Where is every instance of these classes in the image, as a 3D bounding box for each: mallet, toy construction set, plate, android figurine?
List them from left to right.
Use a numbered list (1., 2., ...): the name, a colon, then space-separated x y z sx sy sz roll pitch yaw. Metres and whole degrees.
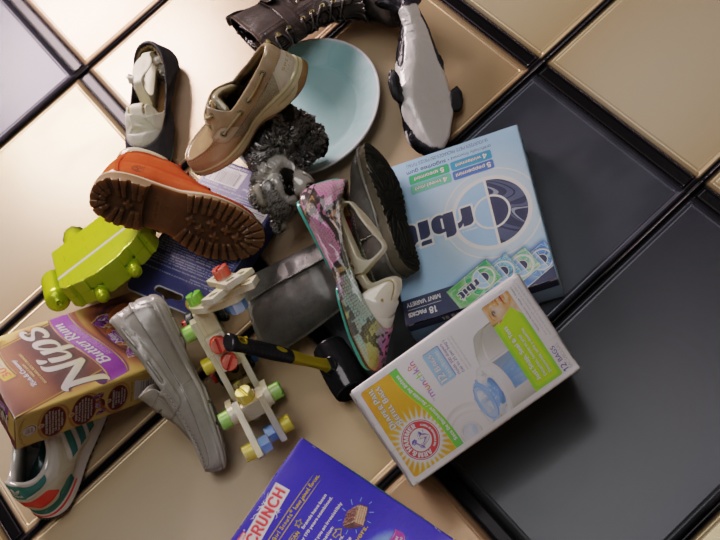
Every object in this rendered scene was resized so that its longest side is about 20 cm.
1. android figurine: -0.297 -0.022 1.423 0.181 0.041 0.200 -38 30 -4
2. toy construction set: -0.135 0.089 1.278 0.091 0.203 0.131 -14 14 -7
3. mallet: -0.071 0.081 1.245 0.041 0.199 0.066 -43 49 20
4. plate: -0.066 -0.195 1.487 0.197 0.026 0.203 -9 60 15

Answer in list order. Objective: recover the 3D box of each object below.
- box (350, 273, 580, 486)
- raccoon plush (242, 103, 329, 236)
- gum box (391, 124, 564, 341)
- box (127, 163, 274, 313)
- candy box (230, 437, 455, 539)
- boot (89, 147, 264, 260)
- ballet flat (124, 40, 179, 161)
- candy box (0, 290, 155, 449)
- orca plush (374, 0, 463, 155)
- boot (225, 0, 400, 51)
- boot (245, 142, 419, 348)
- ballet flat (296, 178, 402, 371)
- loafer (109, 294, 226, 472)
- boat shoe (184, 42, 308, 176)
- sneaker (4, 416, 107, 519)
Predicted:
1. box: 0.100 0.108 1.197 0.199 0.101 0.113 -34 85 -1
2. raccoon plush: -0.118 -0.113 1.409 0.199 0.096 0.135 0 60 53
3. gum box: 0.116 -0.042 1.327 0.168 0.045 0.202 -18 58 12
4. box: -0.173 -0.034 1.425 0.120 0.033 0.201 20 63 27
5. candy box: -0.021 0.287 1.181 0.199 0.077 0.170 29 77 29
6. boot: -0.197 -0.082 1.381 0.197 0.076 0.108 21 30 -7
7. ballet flat: -0.271 -0.207 1.542 0.072 0.073 0.203 -7 61 16
8. candy box: -0.309 0.106 1.339 0.198 0.057 0.117 -21 52 -30
9. orca plush: 0.052 -0.222 1.428 0.071 0.104 0.203 -30 79 50
10. boot: -0.054 -0.307 1.500 0.173 0.070 0.199 -37 46 -18
11. boot: -0.042 -0.024 1.341 0.199 0.072 0.184 -30 54 28
12. ballet flat: 0.000 0.000 1.240 0.070 0.069 0.203 -23 85 18
13. loafer: -0.202 0.126 1.298 0.069 0.070 0.202 -25 89 -8
14. boat shoe: -0.141 -0.180 1.351 0.199 0.064 0.073 -36 42 36
15. sneaker: -0.337 0.167 1.351 0.069 0.094 0.202 4 65 22
